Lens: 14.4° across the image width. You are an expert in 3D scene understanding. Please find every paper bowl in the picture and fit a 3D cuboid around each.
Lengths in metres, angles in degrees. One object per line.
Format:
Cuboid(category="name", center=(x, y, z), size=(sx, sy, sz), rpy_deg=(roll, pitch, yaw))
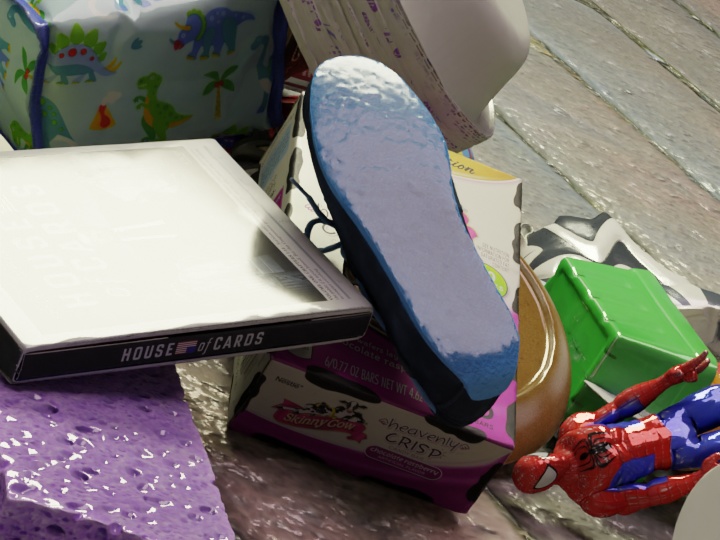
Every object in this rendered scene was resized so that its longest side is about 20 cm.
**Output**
Cuboid(category="paper bowl", center=(0.025, -0.162, 1.615), size=(0.201, 0.104, 0.201), rpy_deg=(59, 16, -27))

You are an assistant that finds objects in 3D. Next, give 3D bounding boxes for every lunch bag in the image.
Cuboid(category="lunch bag", center=(-0.155, -0.159, 1.648), size=(0.169, 0.128, 0.200), rpy_deg=(-12, 37, -28))

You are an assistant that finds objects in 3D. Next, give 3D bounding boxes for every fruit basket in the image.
Cuboid(category="fruit basket", center=(0.187, 0.082, 1.662), size=(0.200, 0.094, 0.185), rpy_deg=(33, 14, -27))

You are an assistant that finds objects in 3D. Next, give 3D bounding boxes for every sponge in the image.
Cuboid(category="sponge", center=(-0.122, 0.077, 1.266), size=(0.111, 0.030, 0.200), rpy_deg=(20, 20, -22))

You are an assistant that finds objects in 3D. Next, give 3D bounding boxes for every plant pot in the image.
Cuboid(category="plant pot", center=(0.032, 0.019, 1.548), size=(0.199, 0.028, 0.201), rpy_deg=(20, 42, -19))

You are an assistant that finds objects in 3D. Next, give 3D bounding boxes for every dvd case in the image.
Cuboid(category="dvd case", center=(-0.113, -0.009, 1.346), size=(0.199, 0.025, 0.150), rpy_deg=(-5, 39, -40))

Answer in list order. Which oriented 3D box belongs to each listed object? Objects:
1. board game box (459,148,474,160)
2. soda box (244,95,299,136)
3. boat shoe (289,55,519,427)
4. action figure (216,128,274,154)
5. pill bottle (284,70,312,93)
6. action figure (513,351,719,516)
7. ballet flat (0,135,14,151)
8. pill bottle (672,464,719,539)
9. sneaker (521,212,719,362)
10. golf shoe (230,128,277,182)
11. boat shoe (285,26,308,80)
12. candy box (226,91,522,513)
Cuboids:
Cuboid(category="board game box", center=(0.051, -0.076, 1.756), size=(0.158, 0.039, 0.201), rpy_deg=(0, 71, -62))
Cuboid(category="soda box", center=(-0.002, -0.079, 1.804), size=(0.070, 0.064, 0.200), rpy_deg=(5, 6, 26))
Cuboid(category="boat shoe", center=(0.011, -0.012, 1.399), size=(0.084, 0.069, 0.201), rpy_deg=(-6, 58, -19))
Cuboid(category="action figure", center=(-0.085, -0.077, 1.704), size=(0.200, 0.066, 0.052), rpy_deg=(34, 35, 19))
Cuboid(category="pill bottle", center=(-0.044, -0.178, 1.942), size=(0.199, 0.110, 0.110), rpy_deg=(16, 17, 2))
Cuboid(category="action figure", center=(0.175, 0.085, 1.512), size=(0.199, 0.052, 0.066), rpy_deg=(-15, 68, -11))
Cuboid(category="ballet flat", center=(-0.223, -0.061, 1.441), size=(0.200, 0.067, 0.067), rpy_deg=(38, 21, 29))
Cuboid(category="pill bottle", center=(0.262, 0.163, 1.479), size=(0.199, 0.105, 0.104), rpy_deg=(21, 18, -23))
Cuboid(category="sneaker", center=(0.179, 0.017, 1.811), size=(0.198, 0.080, 0.130), rpy_deg=(10, 31, -21))
Cuboid(category="golf shoe", center=(0.000, 0.000, 1.629), size=(0.199, 0.078, 0.095), rpy_deg=(21, 37, -19))
Cuboid(category="boat shoe", center=(-0.060, -0.147, 1.754), size=(0.072, 0.200, 0.072), rpy_deg=(-24, 80, -23))
Cuboid(category="candy box", center=(0.011, 0.014, 1.468), size=(0.136, 0.061, 0.200), rpy_deg=(21, 41, -16))
